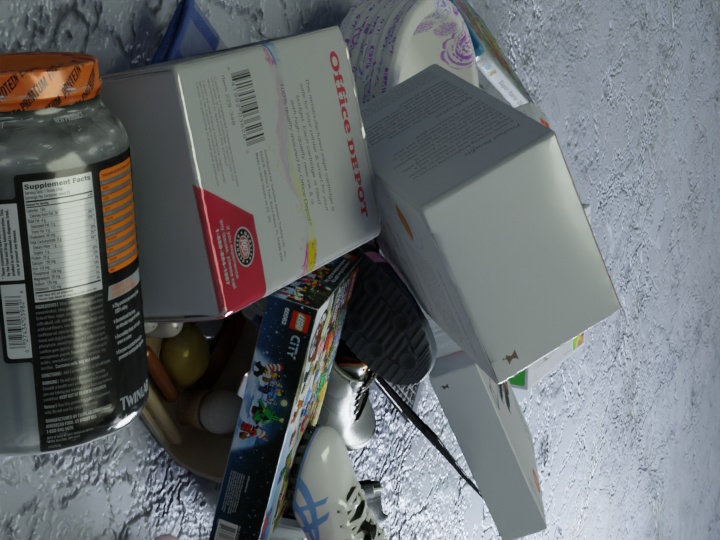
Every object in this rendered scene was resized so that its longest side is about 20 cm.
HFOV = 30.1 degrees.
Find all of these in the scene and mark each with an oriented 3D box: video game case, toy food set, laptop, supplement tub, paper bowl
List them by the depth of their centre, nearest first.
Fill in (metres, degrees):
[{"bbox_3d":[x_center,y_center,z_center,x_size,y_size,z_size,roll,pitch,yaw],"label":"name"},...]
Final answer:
[{"bbox_3d":[-0.182,-0.013,0.725,0.122,0.122,0.202,-29,121,-60],"label":"supplement tub"},{"bbox_3d":[-0.111,0.039,0.954,0.144,0.060,0.201,-66,149,-33],"label":"toy food set"},{"bbox_3d":[0.022,-0.134,1.143,0.200,0.104,0.202,-22,115,-61],"label":"paper bowl"},{"bbox_3d":[0.073,0.093,1.284,0.187,0.115,0.201,55,47,-55],"label":"laptop"},{"bbox_3d":[0.111,-0.231,1.309,0.144,0.018,0.200,63,15,23],"label":"video game case"}]

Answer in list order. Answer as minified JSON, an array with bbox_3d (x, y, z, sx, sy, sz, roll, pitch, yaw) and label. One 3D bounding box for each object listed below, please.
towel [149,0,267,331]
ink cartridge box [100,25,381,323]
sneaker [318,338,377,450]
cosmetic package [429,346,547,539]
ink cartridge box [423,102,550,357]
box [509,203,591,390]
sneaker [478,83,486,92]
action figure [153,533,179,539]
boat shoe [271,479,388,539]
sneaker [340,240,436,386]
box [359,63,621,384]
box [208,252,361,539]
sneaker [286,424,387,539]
[{"bbox_3d":[-0.090,-0.071,0.925,0.200,0.024,0.148,53,45,-45],"label":"towel"},{"bbox_3d":[-0.077,-0.065,0.841,0.200,0.085,0.149,-29,111,-60],"label":"ink cartridge box"},{"bbox_3d":[-0.019,0.094,1.137,0.201,0.079,0.074,66,37,-48],"label":"sneaker"},{"bbox_3d":[0.120,0.135,1.286,0.151,0.051,0.201,-85,153,-61],"label":"cosmetic package"},{"bbox_3d":[0.115,-0.033,1.221,0.050,0.161,0.201,16,58,-62],"label":"ink cartridge box"},{"bbox_3d":[0.186,0.019,1.529,0.200,0.096,0.178,-23,118,-60],"label":"box"},{"bbox_3d":[0.091,-0.120,1.331,0.087,0.074,0.201,-61,146,-31],"label":"sneaker"},{"bbox_3d":[-0.106,0.274,1.010,0.134,0.149,0.200,-51,173,6],"label":"action figure"},{"bbox_3d":[-0.038,0.198,1.132,0.200,0.075,0.061,31,59,-64],"label":"boat shoe"},{"bbox_3d":[0.000,0.000,1.058,0.200,0.070,0.082,53,24,9],"label":"sneaker"},{"bbox_3d":[0.076,-0.040,0.968,0.106,0.200,0.153,-30,119,-8],"label":"box"},{"bbox_3d":[-0.054,0.094,0.977,0.137,0.037,0.201,-50,157,-70],"label":"box"},{"bbox_3d":[-0.007,0.202,1.027,0.072,0.072,0.201,-53,139,-49],"label":"sneaker"}]
